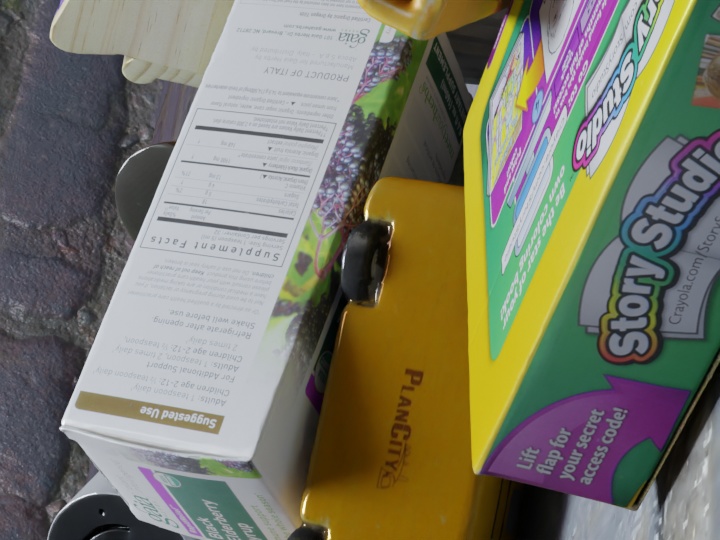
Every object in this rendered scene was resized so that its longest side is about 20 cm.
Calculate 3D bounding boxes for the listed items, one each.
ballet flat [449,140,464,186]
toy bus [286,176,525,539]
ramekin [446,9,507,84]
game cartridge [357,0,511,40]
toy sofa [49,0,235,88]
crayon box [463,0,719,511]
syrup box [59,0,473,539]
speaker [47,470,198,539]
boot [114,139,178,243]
[{"bbox_3d":[0.037,-0.017,0.923,0.071,0.069,0.200,-44,34,40],"label":"ballet flat"},{"bbox_3d":[0.021,0.073,0.802,0.078,0.065,0.201,34,-114,-69],"label":"toy bus"},{"bbox_3d":[0.042,-0.171,0.948,0.200,0.105,0.201,-167,90,-81],"label":"ramekin"},{"bbox_3d":[0.069,-0.167,0.746,0.177,0.032,0.200,-64,-8,16],"label":"game cartridge"},{"bbox_3d":[-0.057,-0.169,0.920,0.200,0.097,0.083,111,167,-45],"label":"toy sofa"},{"bbox_3d":[0.087,-0.062,0.675,0.173,0.058,0.200,-90,16,-50],"label":"crayon box"},{"bbox_3d":[-0.029,-0.004,0.847,0.079,0.081,0.200,61,-138,-54],"label":"syrup box"},{"bbox_3d":[-0.077,0.101,1.139,0.200,0.081,0.081,-47,-22,-60],"label":"speaker"},{"bbox_3d":[-0.041,0.024,1.113,0.074,0.200,0.075,-28,-1,23],"label":"boot"}]
